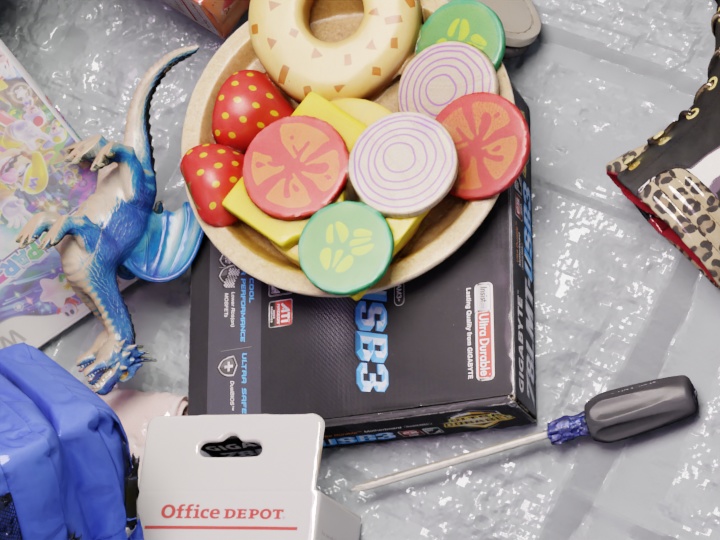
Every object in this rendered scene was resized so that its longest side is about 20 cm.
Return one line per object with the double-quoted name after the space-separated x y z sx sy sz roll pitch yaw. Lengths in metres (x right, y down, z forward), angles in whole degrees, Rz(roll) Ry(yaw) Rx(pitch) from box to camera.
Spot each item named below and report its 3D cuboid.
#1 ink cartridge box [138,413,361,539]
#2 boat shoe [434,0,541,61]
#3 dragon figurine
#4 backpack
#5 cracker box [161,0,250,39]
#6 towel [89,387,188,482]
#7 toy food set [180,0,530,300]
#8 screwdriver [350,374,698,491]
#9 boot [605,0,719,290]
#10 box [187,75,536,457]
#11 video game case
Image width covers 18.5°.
-0.067 0.184 1.208 0.116 0.067 0.201 -2 69 24 "ink cartridge box"
0.022 -0.168 1.330 0.200 0.073 0.063 32 127 25 "boat shoe"
-0.130 -0.027 1.285 0.059 0.099 0.200 2 60 55 "dragon figurine"
-0.199 0.154 1.169 0.167 0.201 0.162 -17 29 -23 "backpack"
-0.124 -0.247 1.319 0.200 0.058 0.134 33 83 19 "cracker box"
-0.205 0.158 1.300 0.199 0.032 0.192 2 70 23 "towel"
-0.005 -0.080 1.234 0.198 0.049 0.200 34 80 21 "toy food set"
0.087 0.096 1.198 0.200 0.028 0.029 -20 35 12 "screwdriver"
0.196 -0.097 1.209 0.151 0.073 0.200 -42 65 3 "boot"
0.000 0.000 1.266 0.198 0.050 0.201 -8 67 22 "box"
-0.228 -0.043 1.307 0.143 0.200 0.018 -34 27 7 "video game case"
